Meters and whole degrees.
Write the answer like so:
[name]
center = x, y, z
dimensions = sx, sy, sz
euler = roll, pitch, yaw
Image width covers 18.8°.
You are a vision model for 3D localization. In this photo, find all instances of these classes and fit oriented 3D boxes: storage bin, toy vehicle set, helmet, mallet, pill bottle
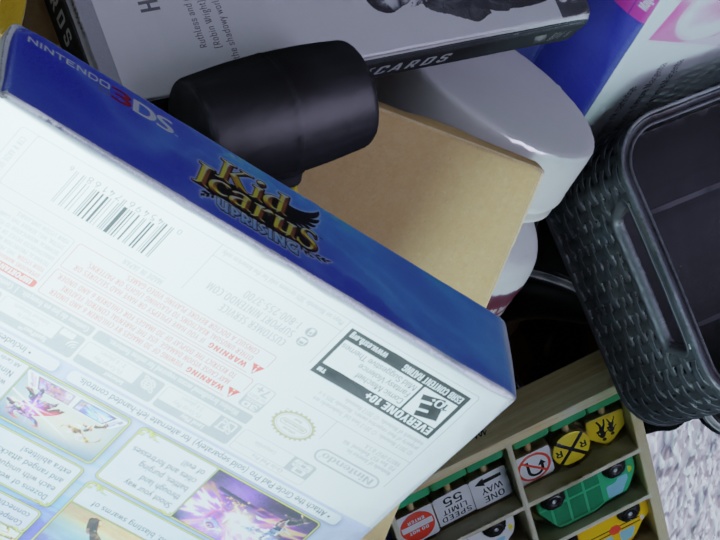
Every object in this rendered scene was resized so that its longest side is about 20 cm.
[storage bin]
center = 0.202, -0.025, 1.004
dimensions = 0.200, 0.094, 0.135
euler = -21, 87, -21
[toy vehicle set]
center = 0.049, 0.129, 1.061
dimensions = 0.200, 0.027, 0.124
euler = -26, 131, -7
[helmet]
center = 0.152, -0.010, 1.133
dimensions = 0.191, 0.200, 0.200
euler = -54, 142, -31
[mallet]
center = -0.038, 0.017, 0.754
dimensions = 0.066, 0.041, 0.200
euler = -9, 122, -29
[pill bottle]
center = 0.000, 0.000, 0.885
dimensions = 0.114, 0.114, 0.200
euler = -8, 138, -57

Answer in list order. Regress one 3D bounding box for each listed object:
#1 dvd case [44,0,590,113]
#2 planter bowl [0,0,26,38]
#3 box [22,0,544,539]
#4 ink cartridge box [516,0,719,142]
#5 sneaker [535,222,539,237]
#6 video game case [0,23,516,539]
[dvd case]
center = -0.028, -0.137, 0.782
dimensions = 0.200, 0.025, 0.151
euler = -14, 75, -29
[planter bowl]
center = -0.165, -0.095, 0.691
dimensions = 0.200, 0.083, 0.201
euler = -26, 121, -52
[box]
center = -0.055, 0.002, 0.796
dimensions = 0.021, 0.200, 0.164
euler = -113, -136, -71
[ink cartridge box]
center = 0.138, -0.112, 0.959
dimensions = 0.200, 0.043, 0.196
euler = -24, 166, -16
[sneaker]
center = 0.028, 0.021, 1.006
dimensions = 0.115, 0.076, 0.201
euler = -13, 138, -59
[video game case]
center = -0.082, 0.038, 0.720
dimensions = 0.200, 0.181, 0.045
euler = 31, 31, -24
